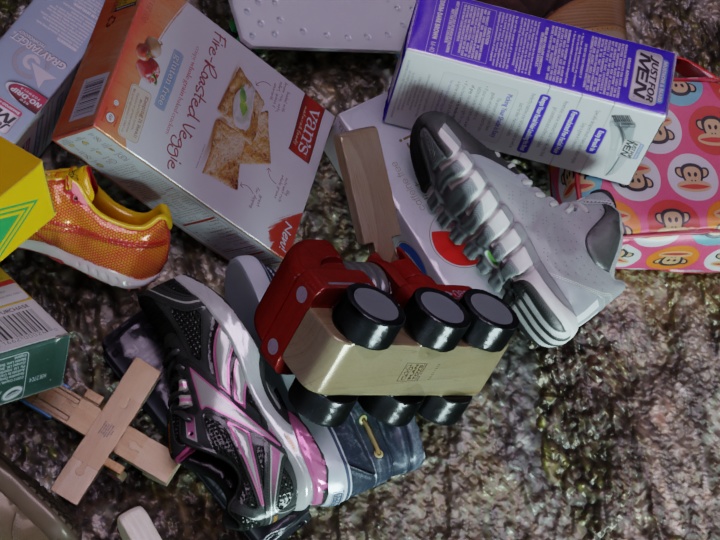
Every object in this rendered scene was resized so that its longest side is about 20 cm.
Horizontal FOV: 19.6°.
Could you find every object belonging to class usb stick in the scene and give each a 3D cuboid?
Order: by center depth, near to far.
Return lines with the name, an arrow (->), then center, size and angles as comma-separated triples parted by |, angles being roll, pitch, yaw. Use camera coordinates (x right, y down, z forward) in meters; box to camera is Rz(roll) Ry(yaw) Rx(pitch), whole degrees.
usb stick -> -0.113, 0.117, 1.528 | 0.055, 0.033, 0.200 | -37, 79, -17

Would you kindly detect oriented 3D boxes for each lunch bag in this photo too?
lunch bag -> 0.250, -0.090, 1.673 | 0.200, 0.082, 0.177 | 2, 66, -12

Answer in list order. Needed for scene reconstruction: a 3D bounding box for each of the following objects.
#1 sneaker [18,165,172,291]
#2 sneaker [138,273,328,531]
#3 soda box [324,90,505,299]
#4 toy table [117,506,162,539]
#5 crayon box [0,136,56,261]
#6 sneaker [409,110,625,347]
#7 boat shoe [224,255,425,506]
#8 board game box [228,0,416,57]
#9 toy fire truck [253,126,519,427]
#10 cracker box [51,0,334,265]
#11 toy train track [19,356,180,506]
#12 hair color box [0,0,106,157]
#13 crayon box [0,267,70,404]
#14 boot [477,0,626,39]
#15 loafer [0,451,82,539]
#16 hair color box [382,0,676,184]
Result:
sneaker -> -0.233, -0.050, 1.516 | 0.200, 0.073, 0.077 | 15, 107, -9
sneaker -> -0.106, 0.095, 1.477 | 0.086, 0.080, 0.200 | -29, 73, -24
soda box -> 0.053, -0.040, 1.616 | 0.068, 0.064, 0.200 | -26, 74, -22
toy table -> -0.115, 0.255, 1.422 | 0.200, 0.117, 0.184 | -39, 80, -23
crayon box -> -0.340, -0.047, 1.430 | 0.200, 0.058, 0.173 | 29, 59, 30
sneaker -> 0.128, -0.049, 1.567 | 0.115, 0.075, 0.200 | -31, 87, -24
boat shoe -> -0.028, 0.074, 1.552 | 0.091, 0.071, 0.201 | -16, 74, -28
board game box -> -0.040, -0.259, 1.675 | 0.200, 0.026, 0.200 | -3, 66, -36
toy fire truck -> 0.000, 0.000, 1.511 | 0.176, 0.129, 0.200 | 3, 37, -42
cracker box -> -0.120, -0.107, 1.556 | 0.200, 0.058, 0.134 | 36, 59, -35
toy train track -> -0.219, 0.098, 1.515 | 0.200, 0.033, 0.115 | 30, 72, 7
hair color box -> -0.235, -0.158, 1.580 | 0.061, 0.099, 0.200 | 33, 64, 2
crayon box -> -0.312, 0.025, 1.464 | 0.127, 0.051, 0.200 | -17, 44, -38
boot -> 0.119, -0.239, 1.715 | 0.200, 0.072, 0.167 | 1, 58, -23
loafer -> -0.285, 0.141, 1.452 | 0.200, 0.076, 0.067 | 39, 83, 14
hair color box -> 0.126, -0.138, 1.574 | 0.200, 0.109, 0.065 | 16, 63, -2
